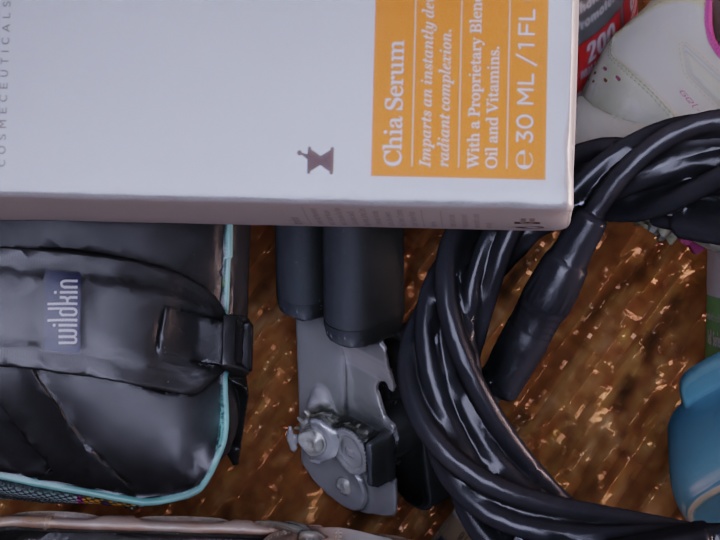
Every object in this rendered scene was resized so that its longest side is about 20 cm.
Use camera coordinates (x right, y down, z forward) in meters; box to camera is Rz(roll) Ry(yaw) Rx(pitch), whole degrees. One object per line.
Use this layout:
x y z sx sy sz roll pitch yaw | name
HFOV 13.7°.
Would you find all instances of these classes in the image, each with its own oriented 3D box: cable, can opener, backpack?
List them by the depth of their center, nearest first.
0.116 0.028 0.993 0.199 0.051 0.164 -23 85 9 | cable
-0.142 -0.006 1.058 0.199 0.153 0.177 2 90 -10 | backpack
0.000 0.000 1.084 0.066 0.053 0.201 -29 128 -34 | can opener

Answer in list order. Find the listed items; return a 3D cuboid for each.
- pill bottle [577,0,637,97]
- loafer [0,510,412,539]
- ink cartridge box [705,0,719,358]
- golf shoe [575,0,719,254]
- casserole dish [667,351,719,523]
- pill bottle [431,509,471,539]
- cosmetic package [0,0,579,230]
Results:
0.036 -0.153 1.026 0.113 0.200 0.114 -4 48 4 | pill bottle
-0.044 0.117 1.031 0.199 0.063 0.072 5 73 18 | loafer
0.189 -0.051 1.105 0.117 0.067 0.201 0 91 0 | ink cartridge box
0.166 -0.027 1.037 0.199 0.075 0.092 30 90 0 | golf shoe
0.195 0.096 1.072 0.200 0.121 0.039 33 55 -15 | casserole dish
0.028 0.189 1.086 0.111 0.111 0.200 36 90 -1 | pill bottle
-0.031 -0.067 0.953 0.199 0.071 0.102 1 85 3 | cosmetic package
